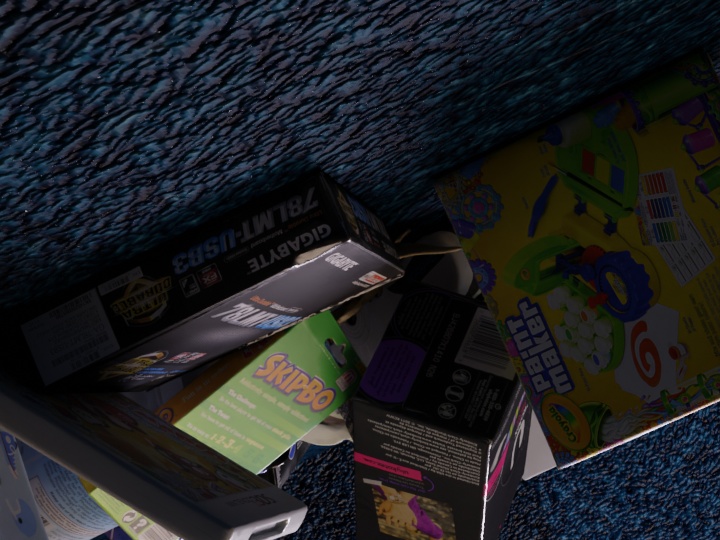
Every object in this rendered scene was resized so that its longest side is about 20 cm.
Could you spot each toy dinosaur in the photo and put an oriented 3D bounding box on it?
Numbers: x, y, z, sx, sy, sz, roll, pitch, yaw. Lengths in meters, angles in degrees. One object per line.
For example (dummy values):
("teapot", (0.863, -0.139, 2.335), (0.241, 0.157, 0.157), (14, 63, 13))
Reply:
("toy dinosaur", (0.000, 0.000, 1.136), (0.101, 0.058, 0.200), (-37, -179, -14))

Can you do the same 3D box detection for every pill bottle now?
("pill bottle", (-0.178, 0.129, 1.193), (0.199, 0.109, 0.109), (-27, 170, 28))

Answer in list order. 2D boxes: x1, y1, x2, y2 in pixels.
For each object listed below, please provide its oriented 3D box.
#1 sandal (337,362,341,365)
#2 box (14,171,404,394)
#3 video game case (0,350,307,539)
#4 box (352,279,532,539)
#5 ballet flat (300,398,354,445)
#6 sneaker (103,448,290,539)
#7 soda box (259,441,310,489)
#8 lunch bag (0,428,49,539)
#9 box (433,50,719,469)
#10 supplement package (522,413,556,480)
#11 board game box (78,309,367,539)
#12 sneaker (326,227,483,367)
("sandal", (0.035, 0.030, 1.383), (0.202, 0.050, 0.082), (-41, 178, 18))
("box", (-0.082, 0.015, 0.975), (0.197, 0.050, 0.200), (-24, 172, 7))
("video game case", (-0.137, 0.103, 0.946), (0.023, 0.199, 0.182), (-61, 168, 1))
("box", (0.063, 0.125, 1.190), (0.201, 0.105, 0.123), (90, 23, -49))
("ballet flat", (-0.047, 0.108, 1.342), (0.072, 0.073, 0.200), (-17, -162, -36))
("sneaker", (-0.121, 0.144, 1.258), (0.200, 0.080, 0.115), (-55, -159, -13))
("soda box", (-0.090, 0.145, 1.465), (0.070, 0.064, 0.200), (-3, -170, 11))
("lunch bag", (-0.292, 0.172, 0.962), (0.199, 0.171, 0.124), (-27, 166, 15))
("box", (0.179, -0.003, 1.046), (0.192, 0.201, 0.122), (-24, 172, 11))
("supplement package", (0.196, 0.071, 1.529), (0.200, 0.152, 0.151), (-32, -161, 45))
("board game box", (-0.089, 0.106, 1.099), (0.200, 0.030, 0.096), (-37, 137, -5))
("sneaker", (0.061, 0.018, 1.281), (0.111, 0.073, 0.200), (-18, 170, -37))
